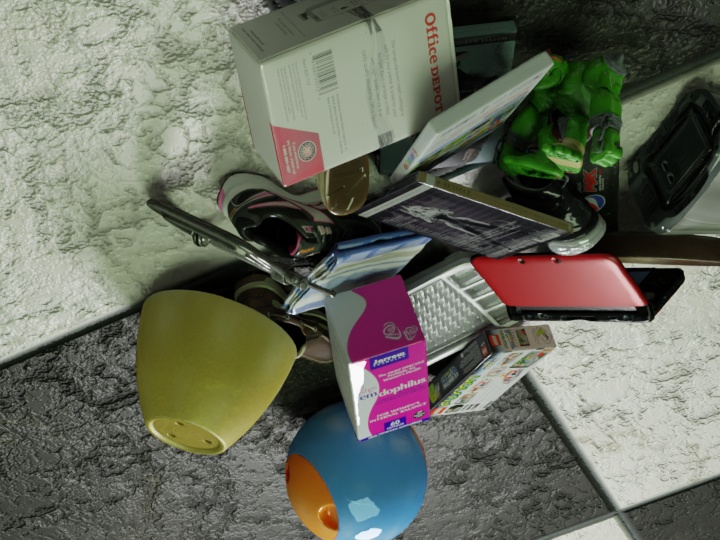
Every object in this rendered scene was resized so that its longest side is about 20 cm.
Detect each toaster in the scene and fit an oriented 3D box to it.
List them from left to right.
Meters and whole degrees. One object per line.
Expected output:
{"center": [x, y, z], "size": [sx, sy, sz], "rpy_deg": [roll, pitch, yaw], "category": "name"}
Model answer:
{"center": [0.410, -0.125, 1.625], "size": [0.128, 0.115, 0.201], "rpy_deg": [4, 138, -27], "category": "toaster"}

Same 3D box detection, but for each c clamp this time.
{"center": [-0.143, -0.024, 1.573], "size": [0.027, 0.199, 0.171], "rpy_deg": [-63, 152, -3], "category": "c clamp"}

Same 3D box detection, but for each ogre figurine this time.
{"center": [0.214, -0.160, 1.470], "size": [0.097, 0.121, 0.200], "rpy_deg": [19, 170, -5], "category": "ogre figurine"}

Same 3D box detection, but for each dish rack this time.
{"center": [0.099, 0.047, 1.811], "size": [0.199, 0.044, 0.171], "rpy_deg": [-28, 142, 20], "category": "dish rack"}

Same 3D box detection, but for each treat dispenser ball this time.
{"center": [-0.006, 0.281, 1.953], "size": [0.198, 0.203, 0.202], "rpy_deg": [-8, 143, -6], "category": "treat dispenser ball"}

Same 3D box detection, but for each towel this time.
{"center": [0.000, 0.000, 1.668], "size": [0.145, 0.024, 0.200], "rpy_deg": [-13, 165, -26], "category": "towel"}

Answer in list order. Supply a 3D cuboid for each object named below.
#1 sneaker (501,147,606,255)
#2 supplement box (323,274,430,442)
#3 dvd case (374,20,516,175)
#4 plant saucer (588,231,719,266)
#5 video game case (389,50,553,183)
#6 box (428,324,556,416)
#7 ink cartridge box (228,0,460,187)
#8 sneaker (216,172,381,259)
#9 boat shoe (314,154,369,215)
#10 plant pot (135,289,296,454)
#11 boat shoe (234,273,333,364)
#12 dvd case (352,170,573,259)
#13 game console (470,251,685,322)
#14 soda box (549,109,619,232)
{"center": [0.183, -0.082, 1.611], "size": [0.199, 0.076, 0.114], "rpy_deg": [7, 137, 50], "category": "sneaker"}
{"center": [0.022, 0.111, 1.741], "size": [0.100, 0.104, 0.201], "rpy_deg": [-17, 145, -6], "category": "supplement box"}
{"center": [0.089, -0.183, 1.530], "size": [0.144, 0.022, 0.201], "rpy_deg": [-7, 142, -7], "category": "dvd case"}
{"center": [0.361, -0.026, 1.728], "size": [0.197, 0.035, 0.200], "rpy_deg": [2, 179, 0], "category": "plant saucer"}
{"center": [0.108, -0.149, 1.432], "size": [0.142, 0.018, 0.200], "rpy_deg": [-32, 175, -15], "category": "video game case"}
{"center": [0.168, 0.137, 1.917], "size": [0.109, 0.035, 0.200], "rpy_deg": [-3, 152, -31], "category": "box"}
{"center": [-0.012, -0.191, 1.372], "size": [0.198, 0.083, 0.148], "rpy_deg": [-23, 131, -15], "category": "ink cartridge box"}
{"center": [-0.065, -0.043, 1.600], "size": [0.198, 0.087, 0.081], "rpy_deg": [8, 126, -25], "category": "sneaker"}
{"center": [-0.022, -0.159, 1.488], "size": [0.071, 0.065, 0.202], "rpy_deg": [-11, 125, -22], "category": "boat shoe"}
{"center": [-0.190, 0.136, 1.703], "size": [0.198, 0.143, 0.201], "rpy_deg": [13, 153, 7], "category": "plant pot"}
{"center": [-0.089, 0.082, 1.777], "size": [0.074, 0.075, 0.202], "rpy_deg": [-30, 140, 23], "category": "boat shoe"}
{"center": [0.109, -0.058, 1.535], "size": [0.198, 0.016, 0.148], "rpy_deg": [16, 162, -25], "category": "dvd case"}
{"center": [0.263, -0.004, 1.701], "size": [0.198, 0.172, 0.120], "rpy_deg": [0, 116, 38], "category": "game console"}
{"center": [0.257, -0.122, 1.622], "size": [0.070, 0.064, 0.201], "rpy_deg": [-12, 143, 0], "category": "soda box"}
